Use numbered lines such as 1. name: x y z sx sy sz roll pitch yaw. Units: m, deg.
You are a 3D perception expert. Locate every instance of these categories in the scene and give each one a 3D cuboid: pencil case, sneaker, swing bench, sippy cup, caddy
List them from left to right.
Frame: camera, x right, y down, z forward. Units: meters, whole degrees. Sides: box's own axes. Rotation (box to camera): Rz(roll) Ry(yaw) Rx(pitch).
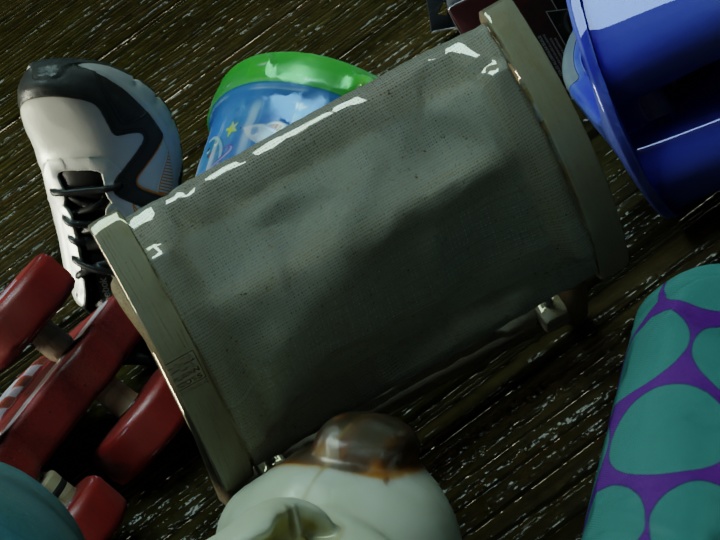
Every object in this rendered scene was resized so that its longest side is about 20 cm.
1. sneaker: -0.128 -0.028 1.429 0.073 0.200 0.080 -1 48 25
2. sippy cup: -0.034 -0.019 1.381 0.139 0.178 0.131 13 58 19
3. swing bench: 0.000 0.000 1.185 0.198 0.130 0.200 -28 -4 -6
4. caddy: 0.146 -0.114 1.316 0.105 0.142 0.200 -19 29 17
5. pencil case: 0.137 0.083 1.056 0.092 0.085 0.200 16 42 5

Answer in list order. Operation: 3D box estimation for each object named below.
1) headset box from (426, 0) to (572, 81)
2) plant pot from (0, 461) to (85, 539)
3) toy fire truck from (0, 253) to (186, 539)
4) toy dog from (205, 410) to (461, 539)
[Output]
1. headset box: 0.128 -0.185 1.524 0.199 0.077 0.149 -26 28 12
2. plant pot: -0.189 0.169 1.176 0.200 0.201 0.188 -29 12 9
3. toy fire truck: -0.184 0.100 1.387 0.168 0.112 0.200 -40 13 49
4. toy dog: -0.006 0.139 1.069 0.193 0.140 0.200 -16 29 5
